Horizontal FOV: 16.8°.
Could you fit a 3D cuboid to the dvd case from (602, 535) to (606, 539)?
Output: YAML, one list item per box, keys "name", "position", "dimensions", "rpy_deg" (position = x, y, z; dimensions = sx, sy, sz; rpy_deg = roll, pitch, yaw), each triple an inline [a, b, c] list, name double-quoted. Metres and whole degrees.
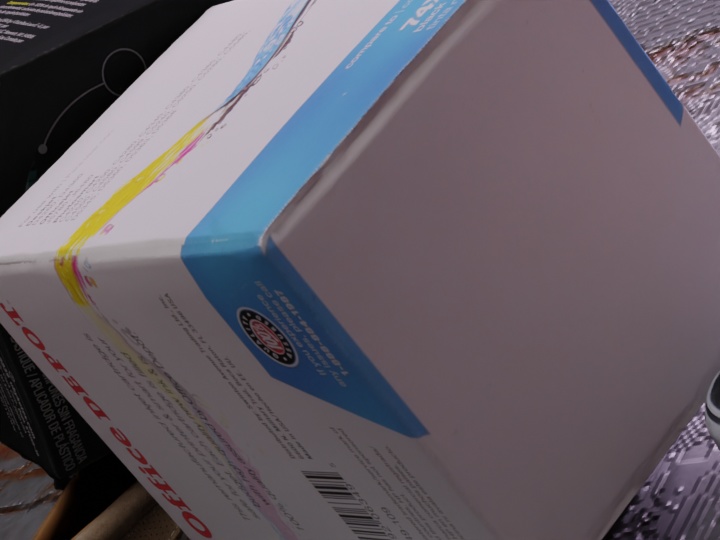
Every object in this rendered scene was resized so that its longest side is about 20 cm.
- name: "dvd case"
  position: [0.017, 0.101, 0.796]
  dimensions: [0.146, 0.022, 0.200]
  rpy_deg: [-15, 34, 47]

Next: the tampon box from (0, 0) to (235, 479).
- name: "tampon box"
  position: [-0.080, -0.040, 0.940]
  dimensions: [0.200, 0.150, 0.126]
  rpy_deg: [-30, 22, -22]

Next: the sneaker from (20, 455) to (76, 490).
- name: "sneaker"
  position: [-0.134, 0.029, 1.105]
  dimensions: [0.088, 0.076, 0.200]
  rpy_deg: [-44, 22, 8]

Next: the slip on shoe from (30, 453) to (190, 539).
- name: "slip on shoe"
  position: [-0.080, 0.075, 0.942]
  dimensions: [0.076, 0.061, 0.200]
  rpy_deg: [-21, 30, 40]

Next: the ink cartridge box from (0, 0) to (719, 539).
- name: "ink cartridge box"
  position: [0.000, 0.000, 0.789]
  dimensions: [0.146, 0.147, 0.200]
  rpy_deg: [-49, 24, -25]

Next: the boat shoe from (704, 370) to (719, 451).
- name: "boat shoe"
  position: [0.175, -0.018, 0.701]
  dimensions: [0.200, 0.068, 0.072]
  rpy_deg: [-34, 23, 14]
